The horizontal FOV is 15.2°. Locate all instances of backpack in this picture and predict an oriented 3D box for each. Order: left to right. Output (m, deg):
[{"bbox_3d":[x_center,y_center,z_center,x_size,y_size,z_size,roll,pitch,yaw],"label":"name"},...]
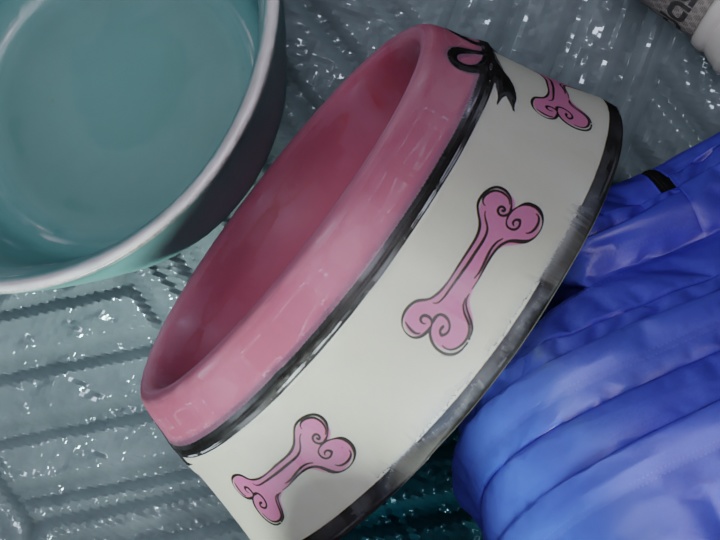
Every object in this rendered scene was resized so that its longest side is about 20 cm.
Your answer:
[{"bbox_3d":[0.126,0.050,0.936,0.200,0.163,0.168,-30,67,-6],"label":"backpack"}]

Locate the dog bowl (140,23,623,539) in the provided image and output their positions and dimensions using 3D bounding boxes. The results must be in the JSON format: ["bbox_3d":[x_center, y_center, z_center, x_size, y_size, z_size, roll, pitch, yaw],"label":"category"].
[{"bbox_3d":[0.000,0.000,0.940,0.074,0.200,0.200,37,89,-13],"label":"dog bowl"}]

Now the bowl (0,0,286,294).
[{"bbox_3d":[-0.107,-0.077,1.011,0.201,0.105,0.201,-5,75,18],"label":"bowl"}]

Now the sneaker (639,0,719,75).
[{"bbox_3d":[0.154,-0.177,1.009,0.087,0.074,0.200,29,92,5],"label":"sneaker"}]
